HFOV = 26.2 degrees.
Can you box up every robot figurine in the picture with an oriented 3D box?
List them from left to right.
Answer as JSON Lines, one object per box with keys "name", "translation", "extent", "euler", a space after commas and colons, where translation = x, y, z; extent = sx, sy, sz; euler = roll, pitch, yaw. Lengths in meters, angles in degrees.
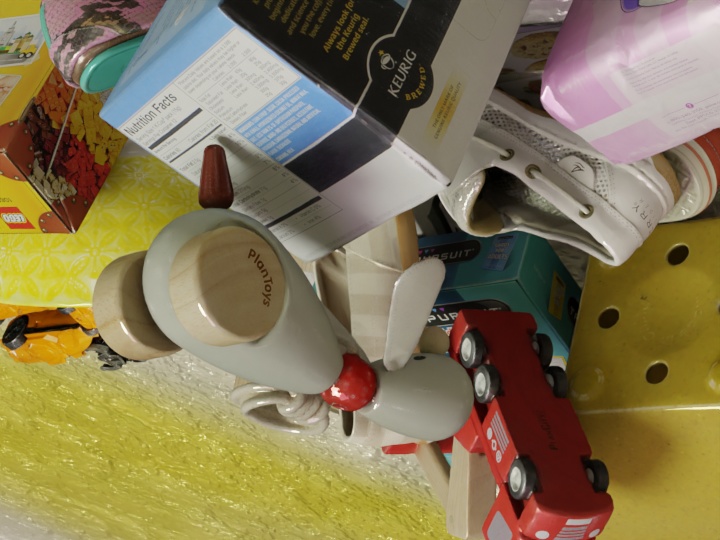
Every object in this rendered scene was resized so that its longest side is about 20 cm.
{"name": "robot figurine", "translation": [-0.247, 0.024, 1.251], "extent": [0.200, 0.058, 0.145], "euler": [-10, 136, 42]}

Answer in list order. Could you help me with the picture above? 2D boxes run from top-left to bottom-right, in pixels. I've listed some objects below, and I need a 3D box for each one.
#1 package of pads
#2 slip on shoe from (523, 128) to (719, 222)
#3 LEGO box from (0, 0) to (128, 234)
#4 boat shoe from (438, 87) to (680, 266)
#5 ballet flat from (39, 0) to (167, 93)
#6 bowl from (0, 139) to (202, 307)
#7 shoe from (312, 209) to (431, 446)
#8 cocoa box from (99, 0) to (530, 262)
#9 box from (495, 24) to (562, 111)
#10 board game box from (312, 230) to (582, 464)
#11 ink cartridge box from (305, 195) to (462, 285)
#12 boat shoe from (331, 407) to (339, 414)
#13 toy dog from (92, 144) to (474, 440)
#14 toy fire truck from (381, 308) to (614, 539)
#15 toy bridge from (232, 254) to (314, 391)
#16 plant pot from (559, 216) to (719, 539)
{"name": "package of pads", "translation": [0.180, -0.131, 0.697], "extent": [0.076, 0.121, 0.200], "euler": [39, 145, -23]}
{"name": "slip on shoe", "translation": [0.128, -0.063, 0.887], "extent": [0.200, 0.061, 0.074], "euler": [2, 124, 49]}
{"name": "LEGO box", "translation": [-0.244, -0.102, 0.978], "extent": [0.200, 0.149, 0.077], "euler": [1, 142, 31]}
{"name": "boat shoe", "translation": [0.070, -0.053, 0.833], "extent": [0.200, 0.069, 0.071], "euler": [20, 156, 39]}
{"name": "ballet flat", "translation": [-0.080, -0.148, 0.837], "extent": [0.071, 0.200, 0.069], "euler": [64, 148, 16]}
{"name": "bowl", "translation": [-0.154, -0.043, 1.025], "extent": [0.200, 0.200, 0.108], "euler": [2, 100, 29]}
{"name": "shoe", "translation": [0.000, 0.000, 0.856], "extent": [0.053, 0.200, 0.070], "euler": [-8, 170, -17]}
{"name": "cocoa box", "translation": [-0.008, -0.131, 0.738], "extent": [0.131, 0.200, 0.133], "euler": [35, 148, -18]}
{"name": "box", "translation": [0.138, -0.109, 0.832], "extent": [0.200, 0.041, 0.039], "euler": [2, 142, 31]}
{"name": "board game box", "translation": [0.083, 0.057, 0.980], "extent": [0.151, 0.047, 0.200], "euler": [-8, 137, 34]}
{"name": "ink cartridge box", "translation": [0.008, -0.033, 0.998], "extent": [0.116, 0.068, 0.200], "euler": [0, 141, 30]}
{"name": "boat shoe", "translation": [-0.030, 0.050, 1.140], "extent": [0.200, 0.072, 0.068], "euler": [21, 148, 2]}
{"name": "toy dog", "translation": [-0.029, 0.010, 0.717], "extent": [0.132, 0.096, 0.200], "euler": [2, 161, 29]}
{"name": "toy fire truck", "translation": [0.067, 0.100, 0.856], "extent": [0.049, 0.200, 0.141], "euler": [3, 132, -20]}
{"name": "toy bridge", "translation": [-0.027, -0.006, 0.926], "extent": [0.067, 0.200, 0.027], "euler": [14, -175, 29]}
{"name": "plant pot", "translation": [0.217, 0.068, 0.873], "extent": [0.194, 0.196, 0.200], "euler": [-7, 145, 38]}
